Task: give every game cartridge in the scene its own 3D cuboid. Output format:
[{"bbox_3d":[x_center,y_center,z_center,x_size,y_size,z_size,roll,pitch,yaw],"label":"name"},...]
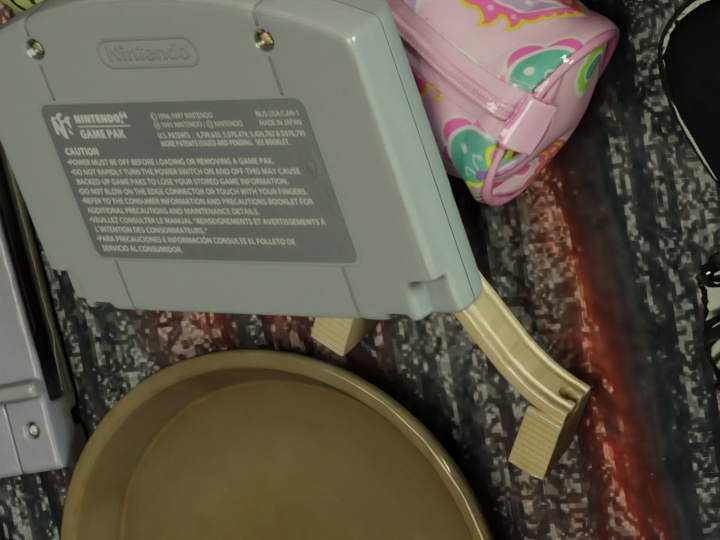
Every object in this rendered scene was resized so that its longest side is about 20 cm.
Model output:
[{"bbox_3d":[-0.195,-0.007,1.237,0.129,0.038,0.201,-11,98,24],"label":"game cartridge"},{"bbox_3d":[-0.053,-0.047,1.091,0.199,0.040,0.134,2,124,41],"label":"game cartridge"}]

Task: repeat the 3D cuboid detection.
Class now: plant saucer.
[{"bbox_3d":[-0.029,0.126,1.188,0.199,0.029,0.201,7,106,24],"label":"plant saucer"}]

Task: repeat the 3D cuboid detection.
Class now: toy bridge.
[{"bbox_3d":[0.000,0.000,1.130,0.200,0.027,0.067,33,136,16],"label":"toy bridge"}]

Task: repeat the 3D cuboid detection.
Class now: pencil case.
[{"bbox_3d":[-0.003,-0.111,1.083,0.200,0.087,0.088,39,117,12],"label":"pencil case"}]

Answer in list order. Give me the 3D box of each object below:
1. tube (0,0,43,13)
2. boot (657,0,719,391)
[{"bbox_3d":[-0.110,-0.120,1.156,0.199,0.052,0.058,30,156,7],"label":"tube"},{"bbox_3d":[0.149,-0.003,0.989,0.073,0.162,0.199,-37,85,28],"label":"boot"}]
